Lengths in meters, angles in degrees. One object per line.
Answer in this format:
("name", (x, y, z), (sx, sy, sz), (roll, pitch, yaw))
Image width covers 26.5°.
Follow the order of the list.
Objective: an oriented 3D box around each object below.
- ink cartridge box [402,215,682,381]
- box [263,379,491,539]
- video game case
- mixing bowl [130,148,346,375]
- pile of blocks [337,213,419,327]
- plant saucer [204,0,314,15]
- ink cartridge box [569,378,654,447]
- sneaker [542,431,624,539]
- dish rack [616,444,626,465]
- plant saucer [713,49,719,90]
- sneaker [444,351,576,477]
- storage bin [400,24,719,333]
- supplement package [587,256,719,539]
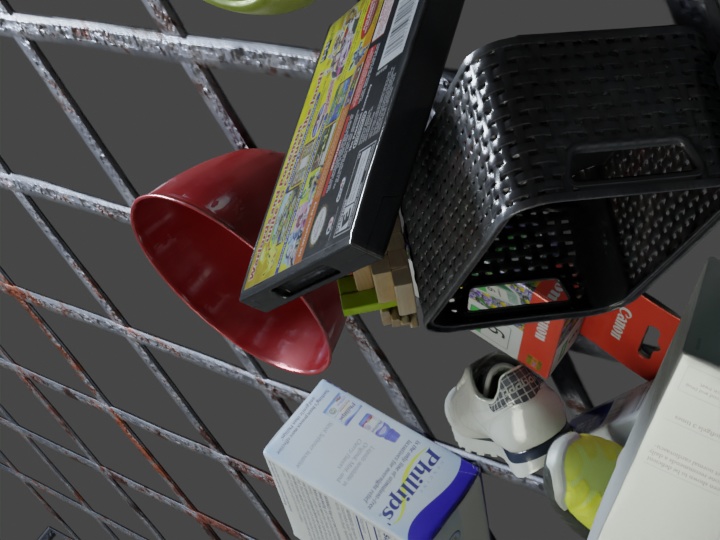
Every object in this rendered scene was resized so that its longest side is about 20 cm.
("ink cartridge box", (0.122, 0.020, 1.077), (0.199, 0.050, 0.109), (33, 156, 16))
("box", (0.022, 0.235, 1.536), (0.199, 0.105, 0.184), (28, 154, 26))
("video game case", (-0.003, -0.084, 0.901), (0.025, 0.201, 0.181), (23, 161, -18))
("mixing bowl", (-0.074, -0.024, 1.215), (0.200, 0.109, 0.200), (32, 156, 16))
("pile of blocks", (0.000, 0.000, 0.988), (0.200, 0.062, 0.083), (-44, -57, -88))
("plant saucer", (-0.108, -0.237, 0.987), (0.199, 0.031, 0.200), (32, 155, 17))
("ink cartridge box", (0.263, 0.161, 1.115), (0.200, 0.041, 0.200), (37, 156, -3))
("sneaker", (0.213, 0.171, 1.076), (0.200, 0.076, 0.076), (34, 151, -22))
("dish rack", (0.286, 0.138, 0.985), (0.200, 0.044, 0.172), (41, 125, -4))
("plant saucer", (0.258, -0.047, 0.771), (0.200, 0.039, 0.201), (32, 156, 16))
("sneaker", (0.109, 0.099, 1.201), (0.081, 0.076, 0.200), (59, 167, -10))
("storage bin", (0.109, -0.045, 0.845), (0.200, 0.134, 0.094), (121, 141, -67))
("supplement package", (0.216, 0.117, 0.904), (0.116, 0.117, 0.201), (22, 123, 8))
